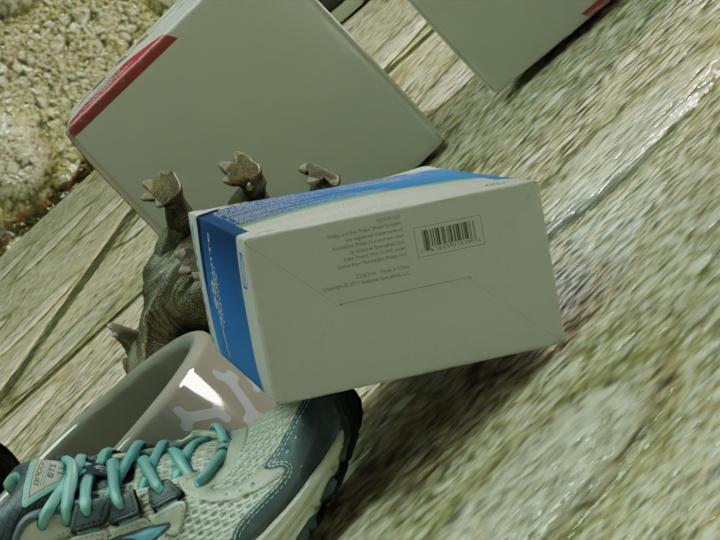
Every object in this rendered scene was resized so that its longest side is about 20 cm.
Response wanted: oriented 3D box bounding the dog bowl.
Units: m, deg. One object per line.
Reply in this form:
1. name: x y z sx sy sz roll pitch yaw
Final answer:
1. dog bowl: -0.109 0.105 1.203 0.200 0.059 0.200 -42 8 8

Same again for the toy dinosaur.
1. toy dinosaur: -0.055 -0.006 1.407 0.200 0.077 0.102 -34 -29 -21

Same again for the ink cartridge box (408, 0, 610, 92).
1. ink cartridge box: 0.113 -0.196 1.517 0.145 0.083 0.200 -40 10 26

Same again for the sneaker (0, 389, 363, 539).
1. sneaker: -0.085 0.096 1.036 0.200 0.086 0.078 -41 9 18

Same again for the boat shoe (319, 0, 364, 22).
1. boat shoe: 0.021 -0.284 2.447 0.201 0.061 0.072 -39 10 33

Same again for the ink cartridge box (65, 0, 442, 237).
1. ink cartridge box: -0.063 -0.080 1.581 0.145 0.145 0.200 -45 8 0

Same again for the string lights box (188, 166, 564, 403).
1. string lights box: 0.000 0.000 1.050 0.102 0.059 0.200 -11 5 -7

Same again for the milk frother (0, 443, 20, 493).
1. milk frother: -0.279 0.170 1.486 0.199 0.181 0.188 -14 54 10
